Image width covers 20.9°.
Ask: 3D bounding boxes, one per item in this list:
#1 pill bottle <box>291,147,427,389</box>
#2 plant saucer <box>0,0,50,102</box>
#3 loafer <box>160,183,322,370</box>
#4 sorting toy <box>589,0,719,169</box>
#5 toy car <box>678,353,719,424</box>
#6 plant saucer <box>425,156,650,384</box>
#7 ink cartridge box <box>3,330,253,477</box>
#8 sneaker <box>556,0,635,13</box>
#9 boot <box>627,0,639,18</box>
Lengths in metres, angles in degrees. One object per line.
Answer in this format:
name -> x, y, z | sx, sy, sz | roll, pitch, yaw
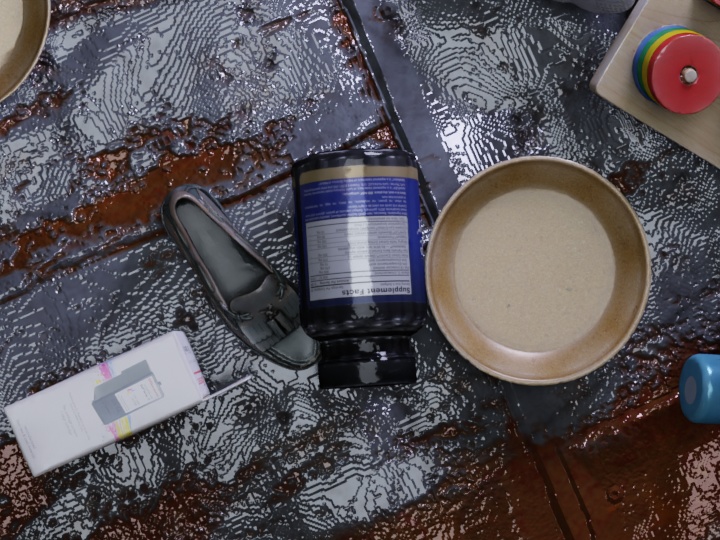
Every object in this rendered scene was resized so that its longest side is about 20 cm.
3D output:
pill bottle -> 0.000, 0.000, 1.682 | 0.111, 0.112, 0.201 | -3, 86, -2
plant saucer -> -0.370, -0.229, 1.709 | 0.199, 0.035, 0.201 | 0, 90, -3
loafer -> -0.106, 0.010, 1.709 | 0.072, 0.063, 0.200 | -41, 92, -1
sorting toy -> 0.336, -0.189, 1.684 | 0.199, 0.070, 0.199 | 28, 99, -19
toy car -> 0.382, 0.025, 1.709 | 0.183, 0.177, 0.201 | 4, 61, -15
plant saucer -> 0.156, 0.000, 1.727 | 0.199, 0.035, 0.201 | 0, 90, -2
ink cartridge box -> -0.196, 0.105, 1.679 | 0.199, 0.117, 0.068 | -24, 89, -2
sneaker -> 0.165, -0.305, 1.710 | 0.199, 0.076, 0.114 | 22, 77, 16
boot -> 0.332, -0.275, 1.724 | 0.154, 0.074, 0.201 | 23, 93, -8
